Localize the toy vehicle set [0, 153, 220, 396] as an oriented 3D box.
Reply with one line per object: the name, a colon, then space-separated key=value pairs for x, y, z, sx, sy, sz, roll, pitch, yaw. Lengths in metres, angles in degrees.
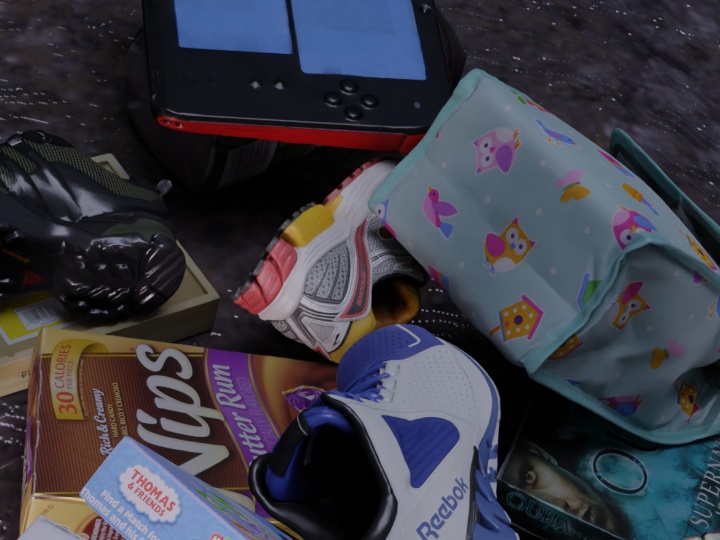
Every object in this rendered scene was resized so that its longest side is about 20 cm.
toy vehicle set: x=-0.192 y=0.007 z=1.276 sx=0.199 sy=0.027 sz=0.124 roll=-17 pitch=54 yaw=-33

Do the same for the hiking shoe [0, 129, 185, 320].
hiking shoe: x=-0.194 y=-0.033 z=1.253 sx=0.199 sy=0.076 sz=0.101 roll=14 pitch=34 yaw=-20

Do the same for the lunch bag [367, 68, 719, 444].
lunch bag: x=0.131 y=-0.001 z=1.274 sx=0.200 sy=0.122 sz=0.170 roll=24 pitch=18 yaw=-47

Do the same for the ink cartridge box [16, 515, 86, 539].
ink cartridge box: x=-0.147 y=0.224 z=0.948 sx=0.084 sy=0.201 sz=0.145 roll=27 pitch=43 yaw=13

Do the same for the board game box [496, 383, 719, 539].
board game box: x=0.155 y=0.096 z=1.290 sx=0.135 sy=0.028 sz=0.200 roll=25 pitch=34 yaw=4

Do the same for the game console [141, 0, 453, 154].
game console: x=-0.041 y=-0.152 z=1.364 sx=0.176 sy=0.031 sz=0.201 roll=6 pitch=48 yaw=-17

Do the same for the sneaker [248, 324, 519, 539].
sneaker: x=0.007 y=0.081 z=1.109 sx=0.115 sy=0.081 sz=0.200 roll=34 pitch=23 yaw=-28

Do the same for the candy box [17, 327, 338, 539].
candy box: x=-0.073 y=0.100 z=1.205 sx=0.199 sy=0.057 sz=0.117 roll=7 pitch=45 yaw=-12

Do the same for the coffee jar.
coffee jar: x=-0.036 y=-0.120 z=1.418 sx=0.199 sy=0.086 sz=0.104 roll=-20 pitch=56 yaw=-35

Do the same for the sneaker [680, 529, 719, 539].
sneaker: x=0.188 y=0.197 z=1.116 sx=0.200 sy=0.077 sz=0.087 roll=34 pitch=40 yaw=-48

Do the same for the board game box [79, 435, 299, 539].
board game box: x=-0.018 y=0.149 z=0.991 sx=0.151 sy=0.200 sz=0.037 roll=37 pitch=88 yaw=26

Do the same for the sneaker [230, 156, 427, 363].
sneaker: x=0.000 y=0.000 z=1.308 sx=0.082 sy=0.078 sz=0.200 roll=40 pitch=30 yaw=5
